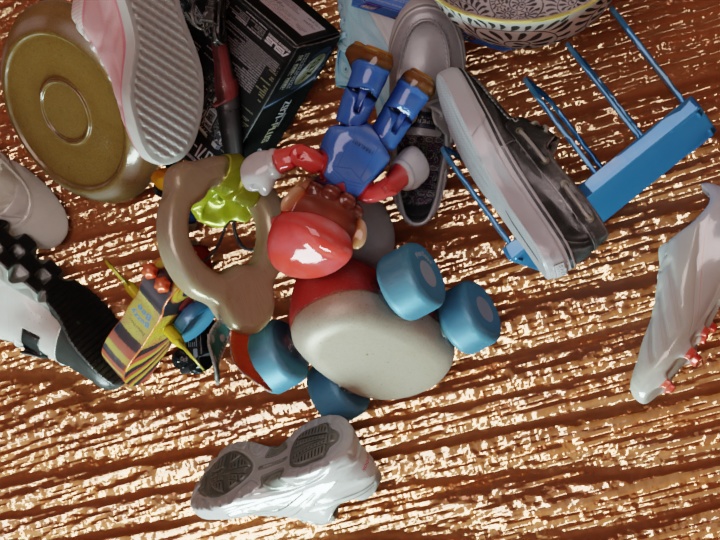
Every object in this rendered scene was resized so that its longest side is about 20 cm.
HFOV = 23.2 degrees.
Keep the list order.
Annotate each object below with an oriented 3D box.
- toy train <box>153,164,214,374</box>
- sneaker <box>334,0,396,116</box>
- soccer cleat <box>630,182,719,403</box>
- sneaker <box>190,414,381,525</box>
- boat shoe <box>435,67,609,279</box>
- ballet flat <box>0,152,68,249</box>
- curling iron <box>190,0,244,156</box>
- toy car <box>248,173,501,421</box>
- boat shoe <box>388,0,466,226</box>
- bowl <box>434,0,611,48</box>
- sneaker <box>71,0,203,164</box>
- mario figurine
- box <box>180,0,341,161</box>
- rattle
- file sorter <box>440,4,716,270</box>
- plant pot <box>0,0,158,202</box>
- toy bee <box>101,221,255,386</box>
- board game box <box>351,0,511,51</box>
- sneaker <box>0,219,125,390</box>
[{"bbox_3d":[-0.162,-0.004,1.649,0.045,0.034,0.203,-8,87,33],"label":"toy train"},{"bbox_3d":[0.001,-0.207,1.592,0.081,0.074,0.202,-29,81,8],"label":"sneaker"},{"bbox_3d":[0.280,0.020,1.519,0.077,0.069,0.201,31,90,18],"label":"soccer cleat"},{"bbox_3d":[-0.067,0.204,1.603,0.198,0.100,0.078,-17,39,33],"label":"sneaker"},{"bbox_3d":[0.132,-0.087,1.426,0.070,0.072,0.201,-28,74,-8],"label":"boat shoe"},{"bbox_3d":[-0.368,-0.092,1.696,0.200,0.069,0.070,44,100,12],"label":"ballet flat"},{"bbox_3d":[-0.121,-0.151,1.528,0.025,0.050,0.202,2,116,17],"label":"curling iron"},{"bbox_3d":[0.000,0.000,1.569,0.183,0.176,0.202,-29,53,26],"label":"toy car"},{"bbox_3d":[0.053,-0.135,1.529,0.071,0.069,0.202,7,118,-5],"label":"boat shoe"},{"bbox_3d":[0.140,-0.251,1.473,0.198,0.095,0.203,-5,54,7],"label":"bowl"},{"bbox_3d":[-0.197,-0.191,1.530,0.104,0.075,0.203,-3,99,57],"label":"sneaker"},{"bbox_3d":[-0.020,-0.088,1.471,0.123,0.106,0.202,29,90,22],"label":"mario figurine"},{"bbox_3d":[-0.144,-0.207,1.601,0.200,0.086,0.165,41,119,13],"label":"box"},{"bbox_3d":[-0.137,0.008,1.508,0.142,0.130,0.203,-8,94,37],"label":"rattle"},{"bbox_3d":[0.185,-0.112,1.510,0.199,0.139,0.123,-39,76,11],"label":"file sorter"},{"bbox_3d":[-0.268,-0.151,1.632,0.198,0.027,0.202,20,127,29],"label":"plant pot"},{"bbox_3d":[-0.181,0.019,1.584,0.130,0.108,0.202,24,100,22],"label":"toy bee"},{"bbox_3d":[0.088,-0.311,1.545,0.150,0.045,0.203,15,89,-16],"label":"board game box"},{"bbox_3d":[-0.303,0.049,1.679,0.200,0.074,0.089,45,123,4],"label":"sneaker"}]
